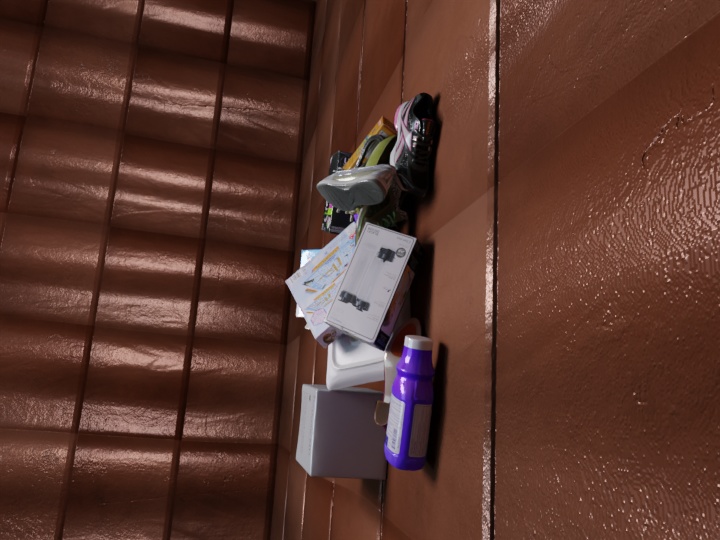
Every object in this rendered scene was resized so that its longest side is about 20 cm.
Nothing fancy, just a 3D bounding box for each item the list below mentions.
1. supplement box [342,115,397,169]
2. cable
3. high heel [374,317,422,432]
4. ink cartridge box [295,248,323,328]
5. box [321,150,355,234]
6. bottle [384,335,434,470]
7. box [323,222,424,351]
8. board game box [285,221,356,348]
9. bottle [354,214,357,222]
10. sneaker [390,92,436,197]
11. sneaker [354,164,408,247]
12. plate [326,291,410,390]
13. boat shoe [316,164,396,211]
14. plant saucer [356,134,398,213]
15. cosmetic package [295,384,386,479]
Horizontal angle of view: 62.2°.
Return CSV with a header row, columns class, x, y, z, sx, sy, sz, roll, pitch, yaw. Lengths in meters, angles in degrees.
class,x,y,z,sx,sy,sz,roll,pitch,yaw
supplement box,0.014,-0.248,1.363,0.200,0.068,0.067,-48,20,21
cable,-0.005,-0.211,1.332,0.050,0.095,0.205,-10,-56,-66
high heel,0.078,0.192,1.083,0.096,0.066,0.205,43,-114,-56
ink cartridge box,-0.083,0.056,1.590,0.124,0.125,0.208,18,-106,-58
box,-0.024,-0.195,1.557,0.148,0.120,0.208,-153,71,-77
bottle,0.083,0.212,0.972,0.083,0.063,0.208,-164,81,-77
box,0.026,0.028,1.092,0.205,0.114,0.060,-67,-28,-11
board game box,-0.041,0.024,1.217,0.198,0.041,0.201,-40,41,3
bottle,0.019,-0.184,1.451,0.065,0.081,0.208,-8,-77,-67
sneaker,0.105,-0.244,1.121,0.086,0.078,0.207,-34,56,59
sneaker,0.049,-0.112,1.190,0.077,0.086,0.205,69,-137,-70
plate,0.009,0.119,1.176,0.195,0.032,0.206,-16,60,28
boat shoe,-0.011,-0.166,1.160,0.199,0.075,0.065,-1,46,53
plant saucer,0.037,-0.193,1.269,0.203,0.030,0.202,-59,-16,-28
cosmetic package,-0.040,0.338,1.277,0.200,0.160,0.174,152,124,-73
